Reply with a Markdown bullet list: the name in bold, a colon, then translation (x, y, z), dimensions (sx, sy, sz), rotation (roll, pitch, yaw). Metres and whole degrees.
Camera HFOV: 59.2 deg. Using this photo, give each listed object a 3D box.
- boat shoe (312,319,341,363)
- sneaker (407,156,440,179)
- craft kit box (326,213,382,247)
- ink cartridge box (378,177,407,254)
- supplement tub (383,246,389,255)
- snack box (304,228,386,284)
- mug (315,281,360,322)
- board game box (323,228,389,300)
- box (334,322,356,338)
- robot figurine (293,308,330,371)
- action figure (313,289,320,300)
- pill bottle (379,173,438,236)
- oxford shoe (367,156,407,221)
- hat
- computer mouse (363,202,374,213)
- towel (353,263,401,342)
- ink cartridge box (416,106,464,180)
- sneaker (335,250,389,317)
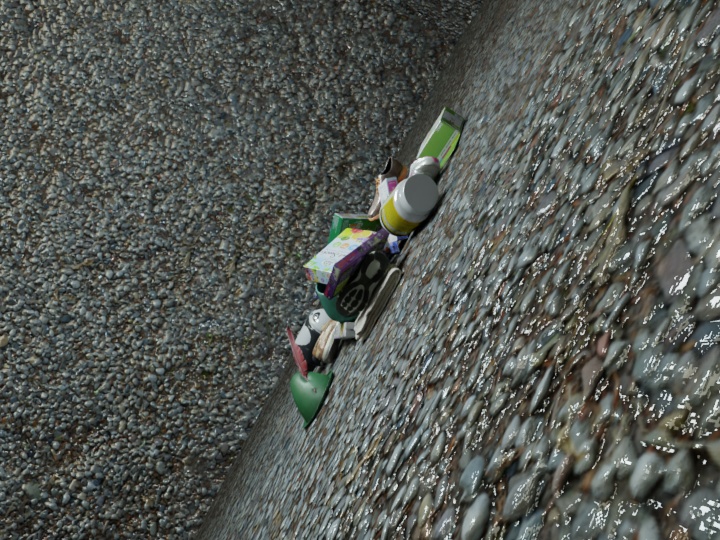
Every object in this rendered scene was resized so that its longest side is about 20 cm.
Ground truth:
- **boat shoe**: translation (-0.087, 0.180, 1.907), dimensions (0.077, 0.070, 0.203), rotation (72, -144, -48)
- **sneaker**: translation (0.164, -0.234, 1.792), dimensions (0.201, 0.079, 0.090), rotation (-53, 36, 42)
- **craft kit box**: translation (-0.020, -0.070, 1.937), dimensions (0.194, 0.048, 0.206), rotation (-6, -64, -46)
- **ink cartridge box**: translation (0.094, -0.153, 1.804), dimensions (0.119, 0.041, 0.207), rotation (169, 92, -81)
- **supplement tub**: translation (0.000, 0.000, 1.874), dimensions (0.204, 0.120, 0.123), rotation (-61, 6, 2)
- **snack box**: translation (-0.040, -0.038, 1.739), dimensions (0.139, 0.054, 0.200), rotation (9, 41, 42)
- **mug**: translation (-0.021, 0.065, 1.733), dimensions (0.179, 0.117, 0.153), rotation (-13, 27, 18)
- **board game box**: translation (-0.009, -0.017, 1.603), dimensions (0.199, 0.032, 0.121), rotation (-37, -16, -39)
- **box**: translation (-0.040, 0.169, 1.764), dimensions (0.200, 0.040, 0.040), rotation (142, 132, -78)
- **robot figurine**: translation (-0.142, 0.222, 2.032), dimensions (0.124, 0.149, 0.203), rotation (9, -64, -57)
- **action figure**: translation (-0.066, 0.043, 2.064), dimensions (0.103, 0.200, 0.197), rotation (-17, -6, 39)
- **pill bottle**: translation (0.125, -0.167, 1.631), dimensions (0.116, 0.112, 0.200), rotation (-61, 6, -17)
- **oxford shoe**: translation (0.064, -0.244, 1.895), dimensions (0.071, 0.072, 0.204), rotation (3, 62, 58)
- **hat**: translation (-0.184, 0.304, 1.745), dimensions (0.168, 0.173, 0.201), rotation (-57, 6, 23)
- **computer mouse**: translation (0.107, -0.187, 1.970), dimensions (0.199, 0.135, 0.055), rotation (-24, 55, 59)
- **towel**: translation (0.040, 0.077, 1.591), dimensions (0.204, 0.034, 0.133), rotation (-60, 6, 5)
- **ink cartridge box**: translation (0.227, -0.365, 1.857), dimensions (0.149, 0.074, 0.202), rotation (-56, 6, 38)
- **sneaker**: translation (0.012, 0.035, 1.617), dimensions (0.201, 0.076, 0.089), rotation (-52, -5, 17)
